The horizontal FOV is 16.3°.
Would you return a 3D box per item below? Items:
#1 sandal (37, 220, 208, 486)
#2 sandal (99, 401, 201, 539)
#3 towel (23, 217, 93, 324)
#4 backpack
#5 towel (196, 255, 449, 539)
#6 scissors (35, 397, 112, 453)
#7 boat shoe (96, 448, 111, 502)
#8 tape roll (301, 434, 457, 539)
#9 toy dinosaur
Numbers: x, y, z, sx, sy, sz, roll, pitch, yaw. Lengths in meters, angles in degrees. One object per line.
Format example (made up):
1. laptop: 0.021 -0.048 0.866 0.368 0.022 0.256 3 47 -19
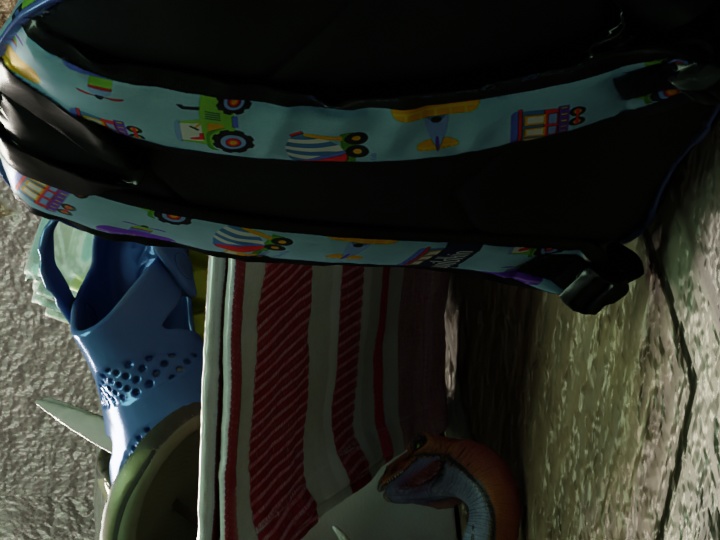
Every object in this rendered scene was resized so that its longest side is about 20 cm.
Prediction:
1. sandal: -0.094 0.041 1.086 0.087 0.079 0.201 35 -150 -51
2. sandal: -0.050 0.140 0.997 0.080 0.057 0.202 -39 -51 -42
3. towel: -0.069 -0.052 1.199 0.171 0.048 0.201 21 88 46
4. backpack: -0.003 -0.077 0.702 0.183 0.199 0.135 109 160 -65
5. towel: -0.007 0.022 0.965 0.200 0.023 0.145 -31 -53 -62
6. scissors: -0.104 0.088 1.162 0.199 0.014 0.074 -5 70 49
7. boat shoe: -0.079 0.141 1.166 0.200 0.074 0.074 -106 4 -67
8. tape roll: -0.007 0.159 1.118 0.202 0.070 0.204 -179 90 -80
9. toy dinosaur: 0.020 0.161 0.936 0.182 0.200 0.105 -52 26 -9
